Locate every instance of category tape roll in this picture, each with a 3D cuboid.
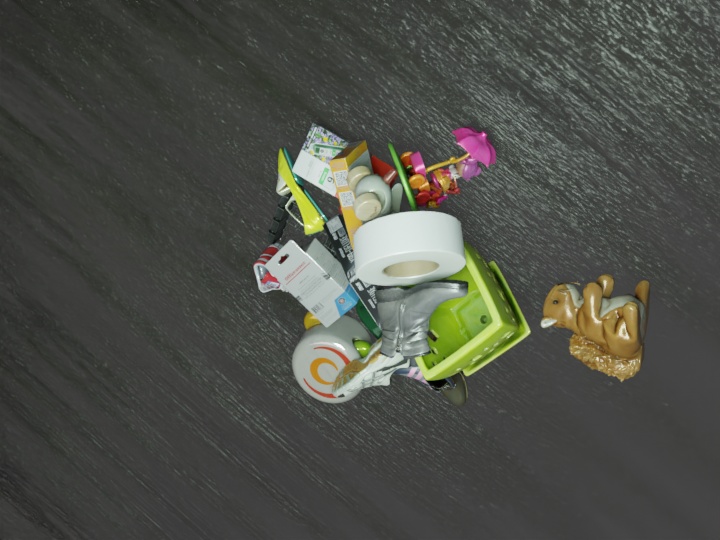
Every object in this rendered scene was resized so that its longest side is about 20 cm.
[{"bbox_3d":[0.085,-0.034,1.146,0.199,0.201,0.073,-16,71,33],"label":"tape roll"}]

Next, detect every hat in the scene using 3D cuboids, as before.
[{"bbox_3d":[0.108,0.071,1.452,0.167,0.176,0.199,54,160,-23],"label":"hat"}]

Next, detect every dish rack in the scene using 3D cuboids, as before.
[{"bbox_3d":[-0.115,-0.079,1.465,0.198,0.055,0.155,32,128,6],"label":"dish rack"}]

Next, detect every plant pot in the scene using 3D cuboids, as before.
[{"bbox_3d":[0.205,0.085,1.268,0.198,0.179,0.203,-40,56,28],"label":"plant pot"}]

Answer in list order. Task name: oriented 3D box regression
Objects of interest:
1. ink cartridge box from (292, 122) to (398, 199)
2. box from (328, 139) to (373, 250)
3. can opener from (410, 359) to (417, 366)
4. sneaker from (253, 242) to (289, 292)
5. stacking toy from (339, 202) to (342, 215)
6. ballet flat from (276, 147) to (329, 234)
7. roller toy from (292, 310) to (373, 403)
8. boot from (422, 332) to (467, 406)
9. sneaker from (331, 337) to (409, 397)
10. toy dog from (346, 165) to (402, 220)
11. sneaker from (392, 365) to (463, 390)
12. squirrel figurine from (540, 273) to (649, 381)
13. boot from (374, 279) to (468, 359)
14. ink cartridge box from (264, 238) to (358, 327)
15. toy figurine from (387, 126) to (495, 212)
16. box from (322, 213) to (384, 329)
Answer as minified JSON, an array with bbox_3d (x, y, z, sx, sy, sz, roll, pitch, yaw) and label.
[{"bbox_3d":[-0.031,-0.205,1.328,0.197,0.050,0.111,31,105,10],"label":"ink cartridge box"},{"bbox_3d":[0.000,-0.135,1.256,0.040,0.119,0.205,-4,114,23],"label":"box"},{"bbox_3d":[0.193,0.163,1.415,0.197,0.053,0.067,-27,98,25],"label":"can opener"},{"bbox_3d":[-0.163,0.031,1.512,0.199,0.113,0.072,40,128,2],"label":"sneaker"},{"bbox_3d":[0.037,-0.085,1.372,0.199,0.085,0.086,42,128,10],"label":"stacking toy"},{"bbox_3d":[-0.141,-0.166,1.387,0.066,0.067,0.203,-32,81,8],"label":"ballet flat"},{"bbox_3d":[-0.064,0.203,1.538,0.196,0.140,0.185,24,119,3],"label":"roller toy"},{"bbox_3d":[0.174,0.240,1.383,0.073,0.098,0.202,-21,117,23],"label":"boot"},{"bbox_3d":[0.024,0.230,1.413,0.199,0.076,0.087,-39,114,24],"label":"sneaker"},{"bbox_3d":[0.055,-0.123,1.170,0.095,0.199,0.134,-29,73,19],"label":"toy dog"},{"bbox_3d":[0.143,0.239,1.492,0.196,0.070,0.084,-1,114,30],"label":"sneaker"},{"bbox_3d":[0.438,0.110,1.225,0.183,0.141,0.205,5,117,32],"label":"squirrel figurine"},{"bbox_3d":[0.118,0.091,1.191,0.196,0.069,0.135,-11,85,37],"label":"boot"},{"bbox_3d":[-0.101,0.014,1.436,0.200,0.067,0.115,45,126,-11],"label":"ink cartridge box"},{"bbox_3d":[0.165,-0.185,1.212,0.180,0.153,0.201,-21,149,5],"label":"toy figurine"},{"bbox_3d":[0.000,0.000,1.334,0.049,0.202,0.159,-30,133,3],"label":"box"}]
